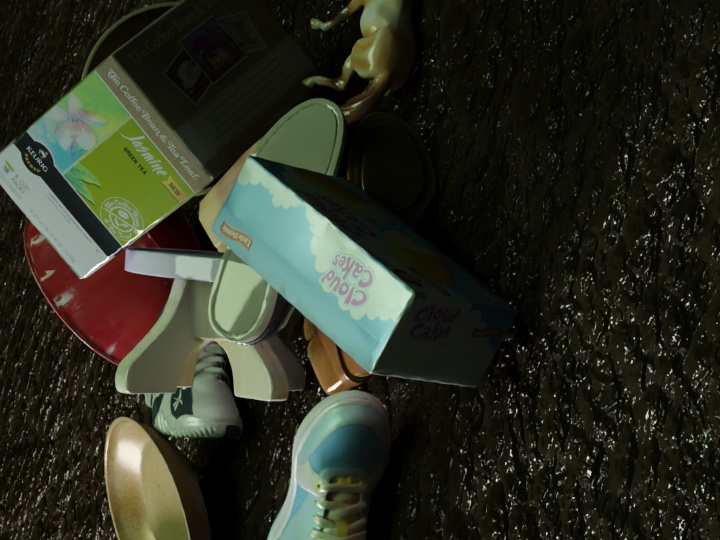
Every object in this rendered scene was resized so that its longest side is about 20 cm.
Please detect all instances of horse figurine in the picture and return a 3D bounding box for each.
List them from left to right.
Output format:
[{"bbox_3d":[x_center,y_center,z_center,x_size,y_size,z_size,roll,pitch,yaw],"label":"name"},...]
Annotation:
[{"bbox_3d":[0.006,-0.195,1.617,0.132,0.050,0.201,-21,51,44],"label":"horse figurine"}]

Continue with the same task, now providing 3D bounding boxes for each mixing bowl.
[{"bbox_3d":[-0.230,-0.011,1.964,0.108,0.200,0.201,-38,40,21],"label":"mixing bowl"}]

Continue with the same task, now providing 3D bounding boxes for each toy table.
[{"bbox_3d":[-0.122,0.044,1.640,0.200,0.183,0.118,5,93,62],"label":"toy table"}]

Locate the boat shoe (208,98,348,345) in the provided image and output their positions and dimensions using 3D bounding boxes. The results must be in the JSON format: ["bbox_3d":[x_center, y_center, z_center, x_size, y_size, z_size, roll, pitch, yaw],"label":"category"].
[{"bbox_3d":[-0.058,-0.036,1.521,0.072,0.063,0.201,21,89,24],"label":"boat shoe"}]

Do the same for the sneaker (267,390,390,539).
[{"bbox_3d":[-0.014,0.198,1.472,0.131,0.079,0.201,-107,26,-51],"label":"sneaker"}]

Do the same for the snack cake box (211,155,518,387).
[{"bbox_3d":[0.000,0.000,1.383,0.200,0.115,0.067,40,108,39],"label":"snack cake box"}]

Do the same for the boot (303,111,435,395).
[{"bbox_3d":[-0.003,-0.011,1.547,0.155,0.073,0.201,129,147,-55],"label":"boot"}]

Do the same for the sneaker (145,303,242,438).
[{"bbox_3d":[-0.155,0.081,1.845,0.199,0.079,0.130,-140,54,-75],"label":"sneaker"}]

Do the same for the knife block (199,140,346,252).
[{"bbox_3d":[-0.073,-0.084,1.751,0.200,0.064,0.176,-127,52,-61],"label":"knife block"}]

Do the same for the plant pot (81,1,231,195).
[{"bbox_3d":[-0.189,-0.150,1.935,0.200,0.186,0.187,147,131,-77],"label":"plant pot"}]

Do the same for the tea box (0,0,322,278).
[{"bbox_3d":[-0.173,-0.127,1.664,0.197,0.134,0.200,-35,8,41],"label":"tea box"}]

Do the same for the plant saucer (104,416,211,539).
[{"bbox_3d":[-0.186,0.231,1.845,0.200,0.035,0.201,36,133,51],"label":"plant saucer"}]
